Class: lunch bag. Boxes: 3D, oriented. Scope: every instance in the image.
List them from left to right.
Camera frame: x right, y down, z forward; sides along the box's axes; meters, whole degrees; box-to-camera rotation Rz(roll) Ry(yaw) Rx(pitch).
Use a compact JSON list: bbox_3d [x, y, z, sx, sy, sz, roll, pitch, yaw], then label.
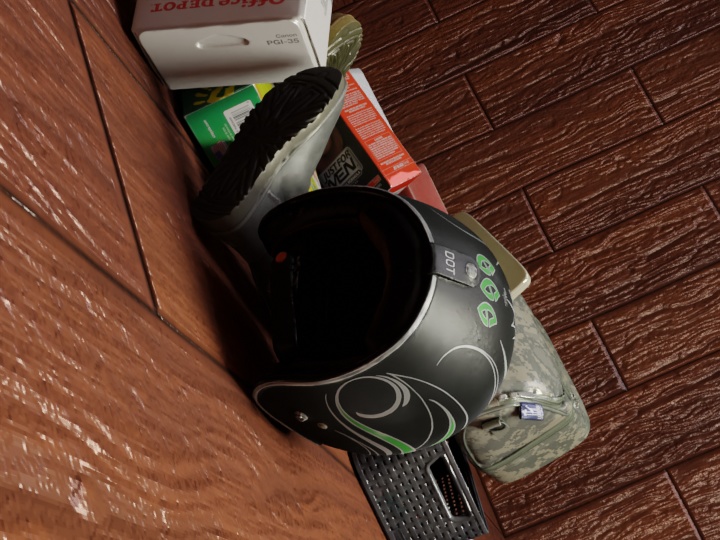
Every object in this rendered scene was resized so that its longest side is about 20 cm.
[{"bbox_3d":[0.139,0.110,1.083,0.168,0.139,0.200,39,23,-48],"label":"lunch bag"}]

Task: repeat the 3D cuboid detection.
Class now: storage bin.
[{"bbox_3d":[0.056,0.196,1.054,0.200,0.093,0.136,-92,158,-76],"label":"storage bin"}]

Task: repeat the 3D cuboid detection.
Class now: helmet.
[{"bbox_3d":[0.014,0.043,0.739,0.191,0.199,0.201,45,20,-56],"label":"helmet"}]

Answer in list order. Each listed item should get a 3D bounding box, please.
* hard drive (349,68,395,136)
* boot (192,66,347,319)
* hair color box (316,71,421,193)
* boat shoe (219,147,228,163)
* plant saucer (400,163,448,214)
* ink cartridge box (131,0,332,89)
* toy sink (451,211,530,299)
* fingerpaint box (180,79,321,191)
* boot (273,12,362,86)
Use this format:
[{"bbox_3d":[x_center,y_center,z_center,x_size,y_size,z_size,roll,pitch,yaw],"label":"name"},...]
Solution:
[{"bbox_3d":[-0.054,-0.177,1.221,0.027,0.199,0.132,-42,-111,49],"label":"hard drive"},{"bbox_3d":[-0.039,-0.042,0.837,0.072,0.182,0.200,25,-19,42],"label":"boot"},{"bbox_3d":[-0.031,-0.157,1.139,0.061,0.101,0.200,-29,81,-44],"label":"hair color box"},{"bbox_3d":[-0.069,-0.036,0.919,0.200,0.067,0.057,58,23,-44],"label":"boat shoe"},{"bbox_3d":[0.035,-0.012,1.331,0.037,0.200,0.200,14,47,-58],"label":"plant saucer"},{"bbox_3d":[-0.099,-0.259,0.855,0.083,0.146,0.201,67,25,-61],"label":"ink cartridge box"},{"bbox_3d":[0.048,0.011,1.015,0.130,0.200,0.112,50,0,41],"label":"toy sink"},{"bbox_3d":[-0.104,-0.128,0.976,0.167,0.073,0.200,-108,173,-49],"label":"fingerpaint box"},{"bbox_3d":[-0.102,-0.252,1.031,0.200,0.066,0.175,44,-31,8],"label":"boot"}]
